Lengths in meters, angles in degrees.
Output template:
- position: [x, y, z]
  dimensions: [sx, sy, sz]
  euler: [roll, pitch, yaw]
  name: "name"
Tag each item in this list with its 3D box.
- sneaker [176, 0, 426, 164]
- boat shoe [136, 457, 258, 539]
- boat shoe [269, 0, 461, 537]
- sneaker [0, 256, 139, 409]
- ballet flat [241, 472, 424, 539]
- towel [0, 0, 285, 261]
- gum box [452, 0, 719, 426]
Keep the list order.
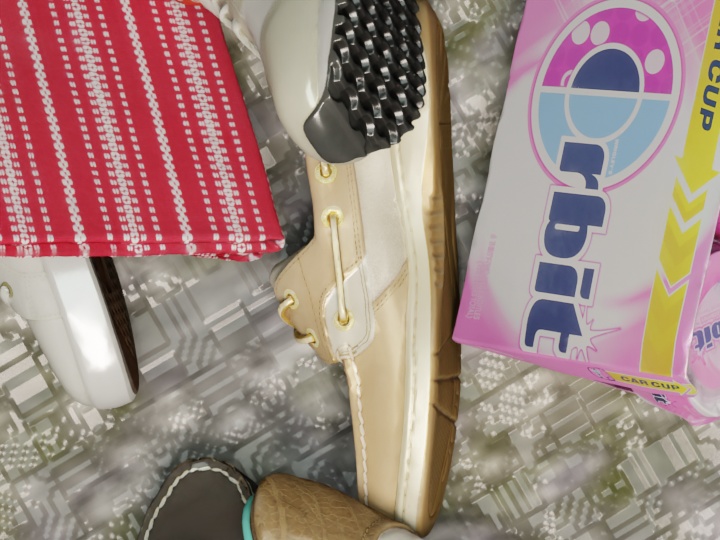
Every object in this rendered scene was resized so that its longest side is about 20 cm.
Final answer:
- position: [-0.033, -0.103, 0.912]
  dimensions: [0.093, 0.070, 0.201]
  euler: [-19, 45, 17]
  name: "sneaker"
- position: [-0.057, 0.147, 0.892]
  dimensions: [0.071, 0.061, 0.202]
  euler: [-6, 53, 7]
  name: "boat shoe"
- position: [0.000, 0.000, 0.948]
  dimensions: [0.069, 0.074, 0.201]
  euler: [-2, 85, 9]
  name: "boat shoe"
- position: [-0.150, -0.028, 0.942]
  dimensions: [0.084, 0.073, 0.201]
  euler: [-26, 77, -1]
  name: "sneaker"
- position: [0.032, 0.152, 0.912]
  dimensions: [0.072, 0.068, 0.201]
  euler: [-19, 105, 31]
  name: "ballet flat"
- position: [-0.131, -0.065, 0.896]
  dimensions: [0.199, 0.022, 0.145]
  euler: [-1, 62, -34]
  name: "towel"
- position: [0.112, -0.048, 0.922]
  dimensions: [0.066, 0.113, 0.201]
  euler: [16, 85, -42]
  name: "gum box"
